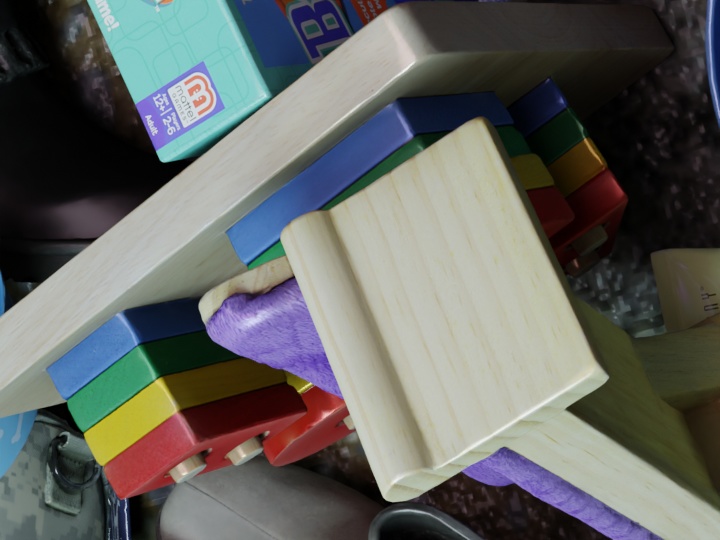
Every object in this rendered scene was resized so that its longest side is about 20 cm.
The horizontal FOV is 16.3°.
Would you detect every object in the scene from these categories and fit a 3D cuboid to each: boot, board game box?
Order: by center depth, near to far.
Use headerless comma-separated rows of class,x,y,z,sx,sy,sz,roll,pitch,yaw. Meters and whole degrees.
board game box,-0.029,-0.115,0.810,0.045,0.200,0.152,-29,82,27
boot,0.015,0.103,0.844,0.200,0.131,0.068,31,69,17
boot,-0.131,-0.078,0.934,0.211,0.079,0.158,8,99,27

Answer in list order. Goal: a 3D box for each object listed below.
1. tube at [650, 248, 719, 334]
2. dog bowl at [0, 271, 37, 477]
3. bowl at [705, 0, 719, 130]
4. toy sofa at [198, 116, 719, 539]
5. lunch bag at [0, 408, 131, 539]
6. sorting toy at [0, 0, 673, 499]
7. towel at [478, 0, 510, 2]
tube,0.181,0.016,0.757,0.200,0.052,0.058,-11,47,34
dog bowl,-0.193,0.031,0.890,0.200,0.050,0.112,18,64,38
bowl,0.208,-0.075,0.781,0.200,0.039,0.201,3,97,27
toy sofa,0.048,0.043,0.705,0.097,0.200,0.083,-31,61,15
lunch bag,-0.197,0.134,0.957,0.199,0.139,0.168,-1,71,28
sorting toy,0.000,0.000,0.806,0.200,0.199,0.070,-37,78,25
towel,0.118,-0.170,0.797,0.200,0.024,0.147,-12,69,34
